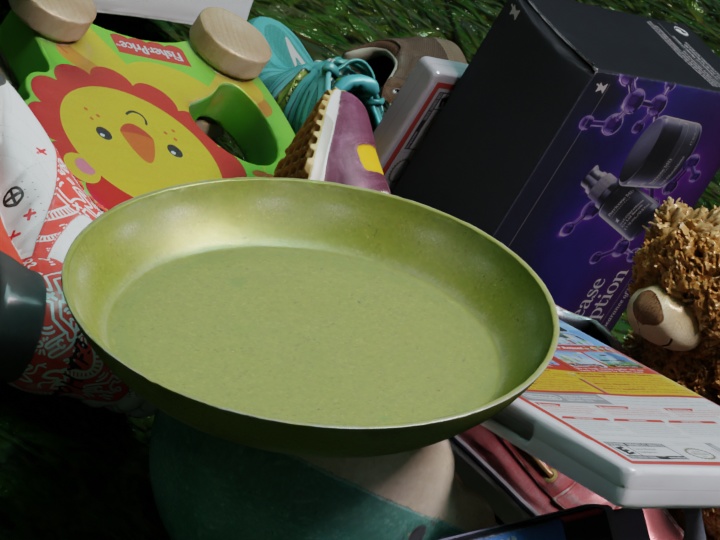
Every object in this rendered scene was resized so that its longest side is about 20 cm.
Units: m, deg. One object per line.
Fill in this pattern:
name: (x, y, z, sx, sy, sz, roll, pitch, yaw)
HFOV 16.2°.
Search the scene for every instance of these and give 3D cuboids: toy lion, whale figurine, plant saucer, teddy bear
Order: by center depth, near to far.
plant saucer: (-0.021, 0.021, 1.011, 0.198, 0.031, 0.200, 7, 29, -4)
whale figurine: (-0.018, 0.096, 1.089, 0.158, 0.104, 0.200, 26, -3, 20)
teddy bear: (0.165, 0.065, 1.257, 0.066, 0.201, 0.146, -10, 50, -7)
toy lion: (-0.107, -0.065, 1.321, 0.199, 0.069, 0.192, 7, 40, -44)

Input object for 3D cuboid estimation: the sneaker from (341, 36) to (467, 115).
sneaker: (0.042, -0.076, 1.528, 0.075, 0.071, 0.200, 1, 31, -18)

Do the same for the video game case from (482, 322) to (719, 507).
video game case: (0.090, 0.054, 1.091, 0.142, 0.018, 0.200, 5, 17, -43)

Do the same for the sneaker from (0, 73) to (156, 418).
sneaker: (-0.136, -0.010, 1.165, 0.107, 0.067, 0.202, 20, 30, -27)

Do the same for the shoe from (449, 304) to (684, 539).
shoe: (0.113, 0.091, 1.235, 0.200, 0.091, 0.071, 39, 25, 17)

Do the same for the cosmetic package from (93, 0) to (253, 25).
cosmetic package: (-0.142, -0.265, 1.443, 0.167, 0.201, 0.166, 32, 19, 38)

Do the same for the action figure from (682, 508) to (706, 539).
action figure: (0.189, 0.167, 1.141, 0.134, 0.150, 0.199, 29, 23, 31)

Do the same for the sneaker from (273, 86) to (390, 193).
sneaker: (0.000, 0.000, 1.254, 0.090, 0.075, 0.201, 18, 51, -16)

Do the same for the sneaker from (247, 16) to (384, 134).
sneaker: (-0.017, -0.088, 1.437, 0.077, 0.080, 0.200, 13, 29, -35)

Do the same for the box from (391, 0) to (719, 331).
box: (0.096, -0.037, 1.324, 0.141, 0.201, 0.079, 7, 34, -43)

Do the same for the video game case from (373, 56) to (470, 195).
video game case: (0.069, -0.044, 1.375, 0.199, 0.143, 0.017, 6, 36, -45)

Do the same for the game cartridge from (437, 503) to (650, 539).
game cartridge: (0.071, 0.167, 1.029, 0.199, 0.038, 0.131, -5, 84, -54)
